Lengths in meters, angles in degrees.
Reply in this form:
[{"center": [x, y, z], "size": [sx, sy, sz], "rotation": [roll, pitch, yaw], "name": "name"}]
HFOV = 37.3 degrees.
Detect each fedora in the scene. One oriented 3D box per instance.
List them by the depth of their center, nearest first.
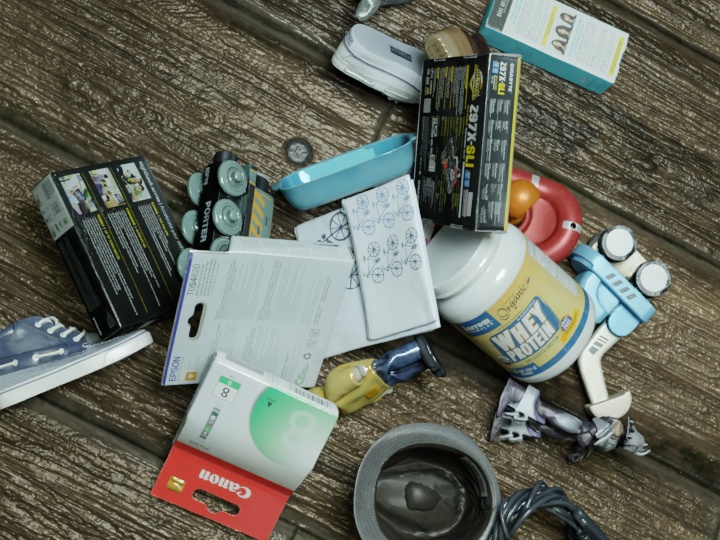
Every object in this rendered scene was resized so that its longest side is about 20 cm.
[{"center": [0.071, 0.278, 1.309], "size": [0.198, 0.090, 0.178], "rotation": [4, 80, -19], "name": "fedora"}]

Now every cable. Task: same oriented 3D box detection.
[{"center": [0.217, 0.351, 1.321], "size": [0.163, 0.051, 0.200], "rotation": [-48, 121, -4], "name": "cable"}]

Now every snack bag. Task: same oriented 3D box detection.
[{"center": [0.000, 0.000, 1.316], "size": [0.021, 0.199, 0.190], "rotation": [5, 71, -53], "name": "snack bag"}]

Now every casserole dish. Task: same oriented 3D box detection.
[{"center": [-0.014, -0.123, 1.350], "size": [0.199, 0.121, 0.039], "rotation": [-20, 105, 3], "name": "casserole dish"}]

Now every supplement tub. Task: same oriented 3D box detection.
[{"center": [0.180, 0.031, 1.328], "size": [0.200, 0.144, 0.145], "rotation": [39, 73, -22], "name": "supplement tub"}]

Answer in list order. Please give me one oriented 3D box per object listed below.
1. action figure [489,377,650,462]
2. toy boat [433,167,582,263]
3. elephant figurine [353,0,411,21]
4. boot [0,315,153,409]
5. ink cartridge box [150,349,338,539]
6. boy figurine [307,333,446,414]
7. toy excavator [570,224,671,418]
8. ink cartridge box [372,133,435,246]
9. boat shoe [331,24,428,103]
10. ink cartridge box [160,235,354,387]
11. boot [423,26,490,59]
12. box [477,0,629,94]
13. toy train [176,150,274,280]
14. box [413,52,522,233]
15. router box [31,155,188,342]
[{"center": [0.269, 0.203, 1.354], "size": [0.198, 0.130, 0.070], "rotation": [14, 63, 8], "name": "action figure"}, {"center": [0.196, -0.081, 1.385], "size": [0.199, 0.131, 0.131], "rotation": [18, 76, -8], "name": "toy boat"}, {"center": [0.003, -0.454, 1.435], "size": [0.200, 0.155, 0.142], "rotation": [44, 117, 10], "name": "elephant figurine"}, {"center": [-0.354, 0.087, 1.267], "size": [0.199, 0.073, 0.091], "rotation": [-22, 90, -14], "name": "boot"}, {"center": [-0.140, 0.216, 1.256], "size": [0.160, 0.050, 0.201], "rotation": [25, 98, -9], "name": "ink cartridge box"}, {"center": [0.002, 0.143, 1.309], "size": [0.199, 0.124, 0.065], "rotation": [-29, 68, 1], "name": "boy figurine"}, {"center": [0.325, 0.069, 1.413], "size": [0.200, 0.100, 0.194], "rotation": [-45, 88, -3], "name": "toy excavator"}, {"center": [0.055, -0.081, 1.379], "size": [0.094, 0.037, 0.201], "rotation": [9, 71, 35], "name": "ink cartridge box"}, {"center": [0.052, -0.260, 1.425], "size": [0.199, 0.065, 0.074], "rotation": [26, 44, -25], "name": "boat shoe"}, {"center": [-0.126, 0.052, 1.260], "size": [0.199, 0.201, 0.041], "rotation": [4, 34, -23], "name": "ink cartridge box"}, {"center": [0.161, -0.227, 1.402], "size": [0.166, 0.072, 0.201], "rotation": [-18, 85, -60], "name": "boot"}, {"center": [0.268, -0.326, 1.491], "size": [0.199, 0.049, 0.083], "rotation": [23, 75, -7], "name": "box"}, {"center": [-0.159, -0.045, 1.316], "size": [0.114, 0.085, 0.201], "rotation": [29, 55, -44], "name": "toy train"}, {"center": [0.121, -0.151, 1.257], "size": [0.049, 0.159, 0.202], "rotation": [1, 97, -27], "name": "box"}, {"center": [-0.284, -0.031, 1.280], "size": [0.149, 0.051, 0.201], "rotation": [-20, 82, -50], "name": "router box"}]
